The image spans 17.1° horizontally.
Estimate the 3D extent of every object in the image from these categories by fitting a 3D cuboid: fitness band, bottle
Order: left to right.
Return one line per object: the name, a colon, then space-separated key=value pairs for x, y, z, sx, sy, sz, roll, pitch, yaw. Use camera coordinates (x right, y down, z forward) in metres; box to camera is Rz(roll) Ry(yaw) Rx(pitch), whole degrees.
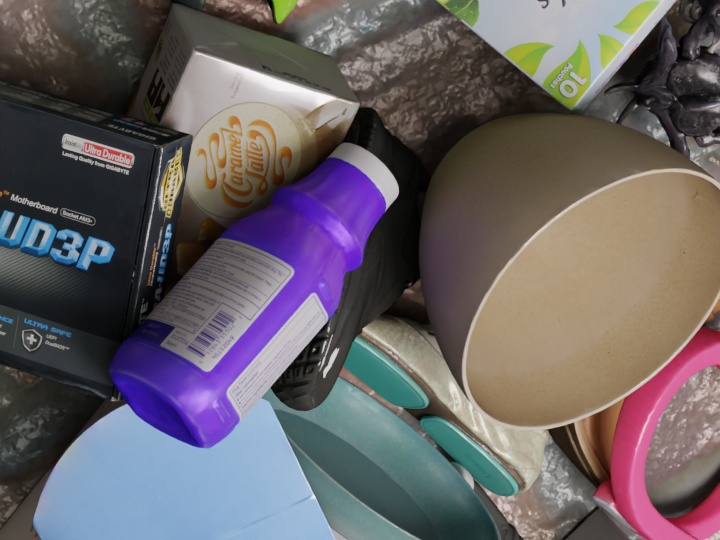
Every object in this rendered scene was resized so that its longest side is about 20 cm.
bottle: x=-0.056 y=0.010 z=1.386 sx=0.200 sy=0.083 sz=0.065 roll=-50 pitch=136 yaw=-22
fitness band: x=0.226 y=0.117 z=1.610 sx=0.144 sy=0.037 sz=0.200 roll=-57 pitch=143 yaw=-3

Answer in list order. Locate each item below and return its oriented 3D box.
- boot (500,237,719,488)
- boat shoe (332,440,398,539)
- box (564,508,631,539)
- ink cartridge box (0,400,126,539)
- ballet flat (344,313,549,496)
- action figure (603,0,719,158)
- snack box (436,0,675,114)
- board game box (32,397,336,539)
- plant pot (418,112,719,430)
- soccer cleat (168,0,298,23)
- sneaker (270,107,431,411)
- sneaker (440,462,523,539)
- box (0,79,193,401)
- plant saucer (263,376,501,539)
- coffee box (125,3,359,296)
boot: x=0.189 y=0.054 z=1.609 sx=0.155 sy=0.074 sz=0.200 roll=-31 pitch=117 yaw=-9
boat shoe: x=-0.047 y=0.194 z=1.584 sx=0.200 sy=0.069 sz=0.072 roll=-37 pitch=113 yaw=-5
box: x=0.146 y=0.287 z=1.660 sx=0.200 sy=0.097 sz=0.124 roll=-43 pitch=114 yaw=2
ink cartridge box: x=-0.136 y=0.174 z=1.520 sx=0.128 sy=0.125 sz=0.200 roll=38 pitch=94 yaw=-22
ballet flat: x=0.051 y=0.073 z=1.588 sx=0.200 sy=0.067 sz=0.062 roll=44 pitch=64 yaw=-28
action figure: x=0.249 y=-0.137 z=1.546 sx=0.200 sy=0.102 sz=0.119 roll=-13 pitch=119 yaw=0
snack box: x=0.143 y=-0.216 z=1.477 sx=0.142 sy=0.053 sz=0.200 roll=40 pitch=95 yaw=7
board game box: x=-0.100 y=0.164 z=1.438 sx=0.158 sy=0.039 sz=0.200 roll=-25 pitch=102 yaw=0
plant pot: x=0.114 y=-0.021 z=1.480 sx=0.200 sy=0.135 sz=0.201 roll=-22 pitch=140 yaw=-20
soccer cleat: x=-0.118 y=-0.202 z=1.434 sx=0.200 sy=0.068 sz=0.081 roll=16 pitch=116 yaw=-21
sneaker: x=0.000 y=0.000 z=1.496 sx=0.091 sy=0.076 sz=0.200 roll=34 pitch=64 yaw=-35
sneaker: x=0.035 y=0.232 z=1.622 sx=0.099 sy=0.071 sz=0.200 roll=39 pitch=96 yaw=-27
box: x=-0.207 y=-0.027 z=1.416 sx=0.200 sy=0.046 sz=0.159 roll=18 pitch=107 yaw=18
plant saucer: x=0.000 y=0.127 z=1.507 sx=0.200 sy=0.200 sz=0.036 roll=32 pitch=104 yaw=-24
coffee box: x=-0.097 y=-0.046 z=1.464 sx=0.114 sy=0.080 sz=0.200 roll=17 pitch=112 yaw=-24
